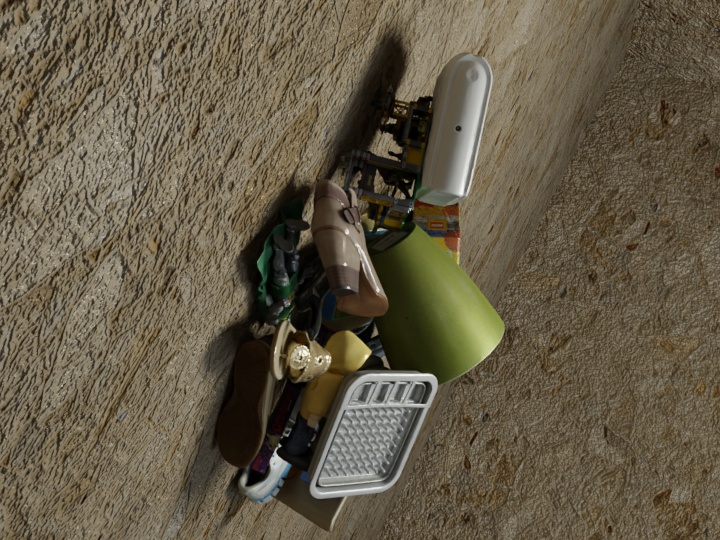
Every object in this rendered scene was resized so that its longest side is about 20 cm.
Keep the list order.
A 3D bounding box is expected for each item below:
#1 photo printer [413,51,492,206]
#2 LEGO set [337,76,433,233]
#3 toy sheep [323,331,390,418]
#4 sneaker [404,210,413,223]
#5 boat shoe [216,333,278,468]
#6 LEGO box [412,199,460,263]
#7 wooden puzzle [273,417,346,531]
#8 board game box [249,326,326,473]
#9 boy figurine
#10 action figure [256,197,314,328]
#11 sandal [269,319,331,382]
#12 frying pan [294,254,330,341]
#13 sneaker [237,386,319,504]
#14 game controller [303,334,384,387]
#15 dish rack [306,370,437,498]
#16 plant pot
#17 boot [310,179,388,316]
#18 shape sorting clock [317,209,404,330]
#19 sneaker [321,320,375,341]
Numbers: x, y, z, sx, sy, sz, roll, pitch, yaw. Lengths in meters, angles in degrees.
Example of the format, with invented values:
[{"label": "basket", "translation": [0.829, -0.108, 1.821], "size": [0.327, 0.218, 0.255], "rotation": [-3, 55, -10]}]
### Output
[{"label": "photo printer", "translation": [0.129, -0.198, 1.350], "size": [0.166, 0.068, 0.204], "rotation": [154, -52, -85]}, {"label": "LEGO set", "translation": [0.024, -0.158, 1.358], "size": [0.154, 0.114, 0.204], "rotation": [166, -62, -85]}, {"label": "toy sheep", "translation": [-0.009, 0.183, 1.478], "size": [0.137, 0.201, 0.138], "rotation": [-30, 159, -13]}, {"label": "sneaker", "translation": [0.043, -0.049, 1.600], "size": [0.200, 0.065, 0.080], "rotation": [-34, 138, -65]}, {"label": "boat shoe", "translation": [-0.145, 0.179, 1.339], "size": [0.072, 0.071, 0.203], "rotation": [-33, 139, -60]}, {"label": "LEGO box", "translation": [0.121, -0.003, 1.580], "size": [0.150, 0.076, 0.203], "rotation": [-81, 172, -59]}, {"label": "wooden puzzle", "translation": [-0.074, 0.295, 1.581], "size": [0.046, 0.184, 0.202], "rotation": [34, 79, -48]}, {"label": "board game box", "translation": [-0.107, 0.189, 1.440], "size": [0.121, 0.032, 0.202], "rotation": [110, 2, -49]}, {"label": "boy figurine", "translation": [-0.052, 0.176, 1.371], "size": [0.202, 0.064, 0.124], "rotation": [-62, -178, 8]}, {"label": "action figure", "translation": [-0.100, 0.015, 1.266], "size": [0.119, 0.054, 0.201], "rotation": [-54, 165, -35]}, {"label": "sandal", "translation": [-0.072, 0.114, 1.296], "size": [0.212, 0.068, 0.079], "rotation": [76, 21, -79]}, {"label": "frying pan", "translation": [-0.069, 0.035, 1.335], "size": [0.114, 0.031, 0.191], "rotation": [-31, -156, 46]}, {"label": "sneaker", "translation": [-0.130, 0.276, 1.538], "size": [0.202, 0.074, 0.087], "rotation": [-62, 159, -10]}, {"label": "game controller", "translation": [-0.007, 0.144, 1.610], "size": [0.198, 0.043, 0.104], "rotation": [-24, 173, -22]}, {"label": "dish rack", "translation": [0.010, 0.221, 1.354], "size": [0.170, 0.043, 0.203], "rotation": [5, 113, -41]}, {"label": "plant pot", "translation": [0.086, 0.040, 1.429], "size": [0.185, 0.202, 0.188], "rotation": [-28, -164, 9]}, {"label": "boot", "translation": [-0.012, -0.029, 1.268], "size": [0.200, 0.069, 0.149], "rotation": [48, 33, -69]}, {"label": "shape sorting clock", "translation": [0.000, 0.000, 1.488], "size": [0.198, 0.039, 0.203], "rotation": [-28, 134, -33]}, {"label": "sneaker", "translation": [-0.017, 0.095, 1.623], "size": [0.089, 0.073, 0.200], "rotation": [-69, 165, 15]}]
